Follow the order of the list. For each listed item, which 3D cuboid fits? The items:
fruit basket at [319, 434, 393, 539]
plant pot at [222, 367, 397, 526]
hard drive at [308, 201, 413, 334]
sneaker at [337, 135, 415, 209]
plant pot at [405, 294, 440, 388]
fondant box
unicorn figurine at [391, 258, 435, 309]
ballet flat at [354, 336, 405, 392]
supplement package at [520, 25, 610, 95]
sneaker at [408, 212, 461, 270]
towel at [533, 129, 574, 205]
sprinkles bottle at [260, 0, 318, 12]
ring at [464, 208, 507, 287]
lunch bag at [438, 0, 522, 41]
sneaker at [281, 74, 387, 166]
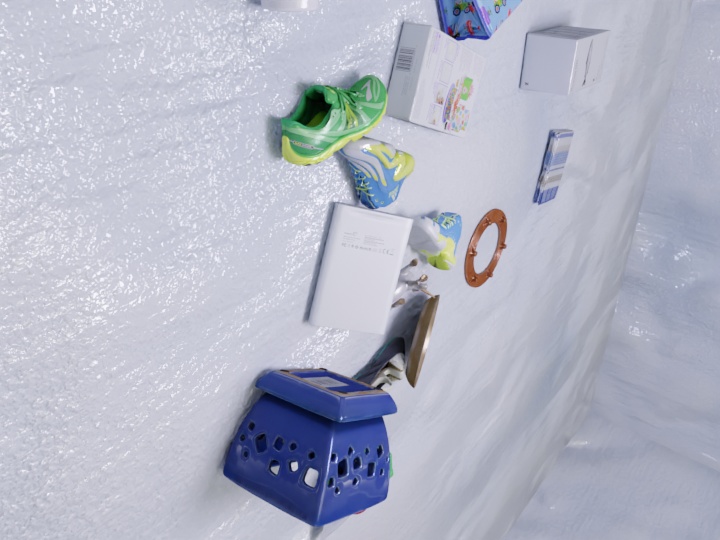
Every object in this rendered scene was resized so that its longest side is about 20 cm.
[{"bbox_3d":[-0.014,0.451,1.226,0.185,0.094,0.201,-25,143,-46],"label":"fruit basket"},{"bbox_3d":[-0.066,0.260,0.930,0.199,0.199,0.181,12,91,-56],"label":"plant pot"},{"bbox_3d":[0.000,0.000,0.960,0.131,0.026,0.202,10,103,-19],"label":"hard drive"},{"bbox_3d":[0.021,-0.148,0.921,0.199,0.075,0.106,3,107,-56],"label":"sneaker"},{"bbox_3d":[0.127,0.144,1.226,0.200,0.027,0.202,15,90,-80],"label":"plant pot"},{"bbox_3d":[0.129,-0.314,0.996,0.199,0.058,0.145,-3,111,-53],"label":"fondant box"},{"bbox_3d":[0.072,0.034,1.090,0.199,0.074,0.137,-20,171,-23],"label":"unicorn figurine"},{"bbox_3d":[0.046,0.208,1.167,0.200,0.073,0.074,-38,136,-38],"label":"ballet flat"},{"bbox_3d":[0.458,-0.472,1.315,0.200,0.117,0.118,-31,133,-42],"label":"supplement package"},{"bbox_3d":[0.146,-0.081,1.140,0.106,0.075,0.200,-71,156,-15],"label":"sneaker"},{"bbox_3d":[0.527,-0.284,1.606,0.146,0.024,0.202,-21,127,-51],"label":"towel"},{"bbox_3d":[-0.080,-0.394,0.644,0.068,0.068,0.201,-28,130,-44],"label":"sprinkles bottle"},{"bbox_3d":[0.314,-0.052,1.441,0.200,0.019,0.202,-32,133,-43],"label":"ring"},{"bbox_3d":[0.181,-0.503,0.955,0.151,0.094,0.201,-51,131,-23],"label":"lunch bag"},{"bbox_3d":[-0.031,-0.220,0.808,0.200,0.074,0.084,-45,144,-30],"label":"sneaker"}]
